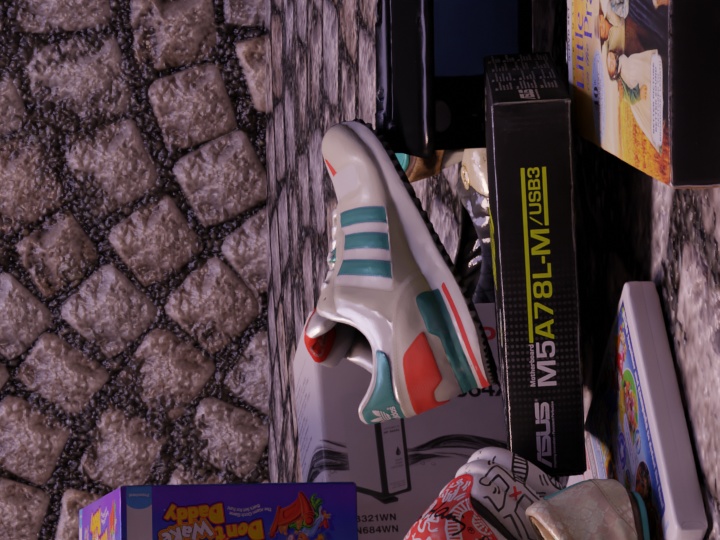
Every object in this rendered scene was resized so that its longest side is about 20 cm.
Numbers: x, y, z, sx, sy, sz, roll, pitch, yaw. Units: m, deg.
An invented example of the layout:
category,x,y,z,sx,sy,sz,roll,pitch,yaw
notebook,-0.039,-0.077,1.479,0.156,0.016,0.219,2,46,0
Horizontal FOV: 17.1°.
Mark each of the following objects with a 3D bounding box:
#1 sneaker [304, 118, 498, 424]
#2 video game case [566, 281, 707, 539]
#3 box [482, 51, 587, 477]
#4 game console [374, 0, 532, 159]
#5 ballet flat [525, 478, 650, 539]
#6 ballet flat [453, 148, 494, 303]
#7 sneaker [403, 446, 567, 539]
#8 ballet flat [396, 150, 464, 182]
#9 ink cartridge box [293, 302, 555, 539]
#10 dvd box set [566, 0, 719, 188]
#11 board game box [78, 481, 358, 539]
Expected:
category,x,y,z,sx,sy,sz,roll,pitch,yaw
sneaker,0.000,0.001,1.344,0.201,0.093,0.070,62,178,35
video game case,0.137,0.122,1.219,0.201,0.018,0.144,98,168,-53
box,0.092,-0.009,1.281,0.200,0.047,0.195,-82,-14,-77
game console,0.065,-0.168,1.372,0.116,0.175,0.202,5,98,50
ballet flat,0.117,0.200,1.131,0.067,0.062,0.202,130,130,-75
ballet flat,0.069,-0.001,1.552,0.067,0.056,0.201,-103,13,-51
sneaker,0.100,0.180,1.191,0.067,0.202,0.108,-12,35,51
ballet flat,0.054,-0.103,1.586,0.200,0.072,0.068,109,157,-72
ink cartridge box,0.040,0.126,1.464,0.084,0.145,0.202,107,159,-63
dvd box set,0.133,-0.125,1.134,0.200,0.029,0.148,-125,33,-76
board game box,-0.088,0.154,1.402,0.200,0.133,0.045,144,126,-74
